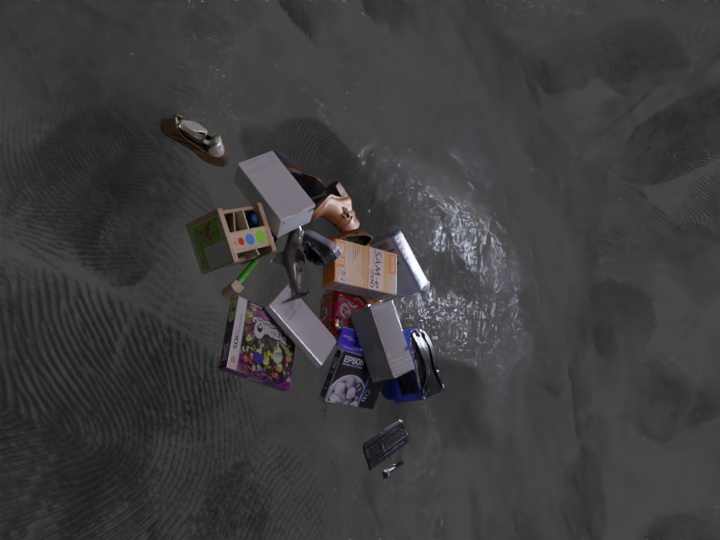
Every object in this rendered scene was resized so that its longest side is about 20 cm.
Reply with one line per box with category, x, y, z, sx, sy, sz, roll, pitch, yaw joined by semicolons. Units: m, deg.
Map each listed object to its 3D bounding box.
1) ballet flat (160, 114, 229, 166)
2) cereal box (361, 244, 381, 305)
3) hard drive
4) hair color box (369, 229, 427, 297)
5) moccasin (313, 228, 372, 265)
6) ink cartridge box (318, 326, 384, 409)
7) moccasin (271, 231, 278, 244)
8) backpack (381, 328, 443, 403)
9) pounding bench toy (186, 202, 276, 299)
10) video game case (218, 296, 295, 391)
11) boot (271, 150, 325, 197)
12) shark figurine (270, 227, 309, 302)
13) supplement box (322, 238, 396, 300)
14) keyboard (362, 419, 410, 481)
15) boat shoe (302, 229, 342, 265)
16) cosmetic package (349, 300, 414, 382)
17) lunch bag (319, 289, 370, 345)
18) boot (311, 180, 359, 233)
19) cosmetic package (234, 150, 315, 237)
ballet flat;-0.386;-0.318;1.482;0.200;0.072;0.068;32;53;-39
cereal box;0.022;0.004;1.811;0.144;0.040;0.200;42;31;-12
hard drive;-0.149;0.140;1.562;0.200;0.026;0.132;51;26;-8
hair color box;0.122;-0.021;1.952;0.200;0.100;0.061;61;39;-14
moccasin;-0.052;-0.064;1.753;0.201;0.078;0.074;-19;114;-36
ink cartridge box;-0.004;0.271;1.664;0.198;0.043;0.201;21;87;-44
moccasin;-0.216;-0.118;1.598;0.081;0.068;0.200;79;28;-55
backpack;0.132;0.276;1.786;0.162;0.167;0.201;2;76;-66
pounding bench toy;-0.288;-0.043;1.449;0.156;0.124;0.201;-18;89;-52
video game case;-0.243;0.180;1.484;0.200;0.036;0.182;31;53;-40
boot;-0.174;-0.272;1.705;0.200;0.075;0.097;19;37;-60
shark figurine;-0.190;-0.008;1.597;0.089;0.128;0.215;1;73;-16
supplement box;0.000;0.000;1.684;0.199;0.073;0.126;13;67;-28
keyboard;0.084;0.522;1.755;0.200;0.021;0.127;-17;88;-51
boat shoe;-0.123;-0.054;1.627;0.068;0.200;0.072;-42;122;-15
cosmetic package;0.059;0.190;1.647;0.107;0.090;0.201;-13;84;-50
lunch bag;-0.027;0.133;1.734;0.200;0.082;0.177;34;47;-40
boot;-0.076;-0.156;1.795;0.200;0.074;0.155;-49;119;-42
cosmetic package;-0.218;-0.195;1.546;0.113;0.081;0.200;-27;72;-30
